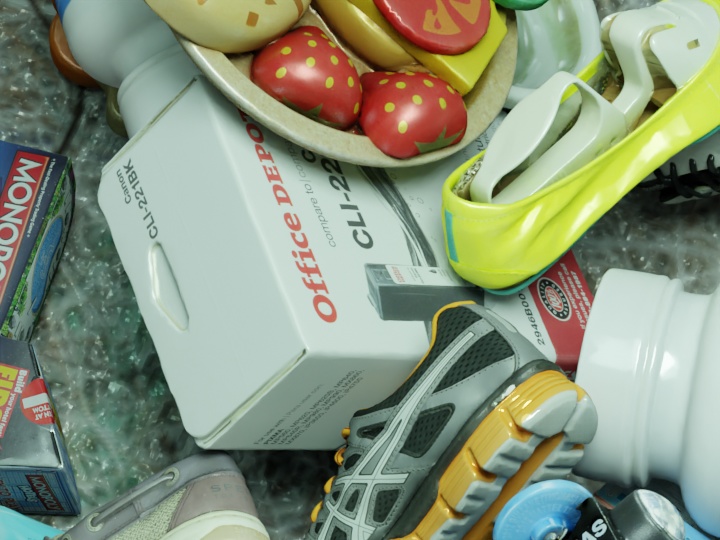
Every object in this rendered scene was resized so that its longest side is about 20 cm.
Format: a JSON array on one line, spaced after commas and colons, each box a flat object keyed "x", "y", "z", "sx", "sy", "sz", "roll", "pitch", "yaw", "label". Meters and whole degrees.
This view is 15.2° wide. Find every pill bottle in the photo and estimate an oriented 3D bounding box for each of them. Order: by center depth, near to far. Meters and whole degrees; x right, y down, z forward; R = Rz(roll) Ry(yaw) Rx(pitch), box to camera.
[{"x": 0.193, "y": 0.059, "z": 1.124, "sx": 0.199, "sy": 0.120, "sz": 0.120, "roll": 11, "pitch": 66, "yaw": 13, "label": "pill bottle"}, {"x": -0.092, "y": -0.152, "z": 1.245, "sx": 0.112, "sy": 0.112, "sz": 0.201, "roll": -15, "pitch": 71, "yaw": -3, "label": "pill bottle"}]

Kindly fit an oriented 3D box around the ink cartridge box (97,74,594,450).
[{"x": 0.000, "y": 0.000, "z": 1.204, "sx": 0.199, "sy": 0.084, "sz": 0.145, "roll": 3, "pitch": 55, "yaw": -43, "label": "ink cartridge box"}]

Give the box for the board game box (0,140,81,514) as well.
[{"x": -0.211, "y": 0.033, "z": 1.277, "sx": 0.199, "sy": 0.062, "sz": 0.201, "roll": 15, "pitch": 67, "yaw": 10, "label": "board game box"}]

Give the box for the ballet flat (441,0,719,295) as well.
[{"x": 0.110, "y": -0.072, "z": 1.170, "sx": 0.200, "sy": 0.067, "sz": 0.067, "roll": -42, "pitch": 42, "yaw": -14, "label": "ballet flat"}]

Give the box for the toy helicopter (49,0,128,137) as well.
[{"x": -0.060, "y": -0.092, "z": 1.328, "sx": 0.132, "sy": 0.079, "sz": 0.200, "roll": -28, "pitch": 74, "yaw": -16, "label": "toy helicopter"}]

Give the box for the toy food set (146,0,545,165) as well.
[{"x": -0.011, "y": -0.138, "z": 1.173, "sx": 0.200, "sy": 0.049, "sz": 0.198, "roll": 39, "pitch": 48, "yaw": -9, "label": "toy food set"}]

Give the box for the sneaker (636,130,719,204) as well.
[{"x": 0.172, "y": -0.059, "z": 1.254, "sx": 0.080, "sy": 0.074, "sz": 0.200, "roll": -55, "pitch": 29, "yaw": -9, "label": "sneaker"}]

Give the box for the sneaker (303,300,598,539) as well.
[{"x": 0.017, "y": 0.097, "z": 1.131, "sx": 0.200, "sy": 0.078, "sz": 0.077, "roll": -49, "pitch": 59, "yaw": 23, "label": "sneaker"}]

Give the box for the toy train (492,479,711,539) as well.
[{"x": 0.071, "y": 0.173, "z": 1.100, "sx": 0.200, "sy": 0.114, "sz": 0.087, "roll": -45, "pitch": 35, "yaw": 14, "label": "toy train"}]

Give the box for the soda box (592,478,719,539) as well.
[{"x": 0.186, "y": 0.157, "z": 1.158, "sx": 0.063, "sy": 0.069, "sz": 0.200, "roll": -30, "pitch": 52, "yaw": -35, "label": "soda box"}]

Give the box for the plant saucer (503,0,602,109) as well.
[{"x": 0.027, "y": -0.146, "z": 1.312, "sx": 0.200, "sy": 0.050, "sz": 0.201, "roll": 28, "pitch": 38, "yaw": -25, "label": "plant saucer"}]

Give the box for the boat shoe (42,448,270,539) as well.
[{"x": -0.120, "y": 0.145, "z": 1.176, "sx": 0.200, "sy": 0.072, "sz": 0.065, "roll": -34, "pitch": 46, "yaw": 26, "label": "boat shoe"}]

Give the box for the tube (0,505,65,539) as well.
[{"x": -0.089, "y": 0.165, "z": 1.216, "sx": 0.199, "sy": 0.050, "sz": 0.078, "roll": 13, "pitch": 72, "yaw": 14, "label": "tube"}]
